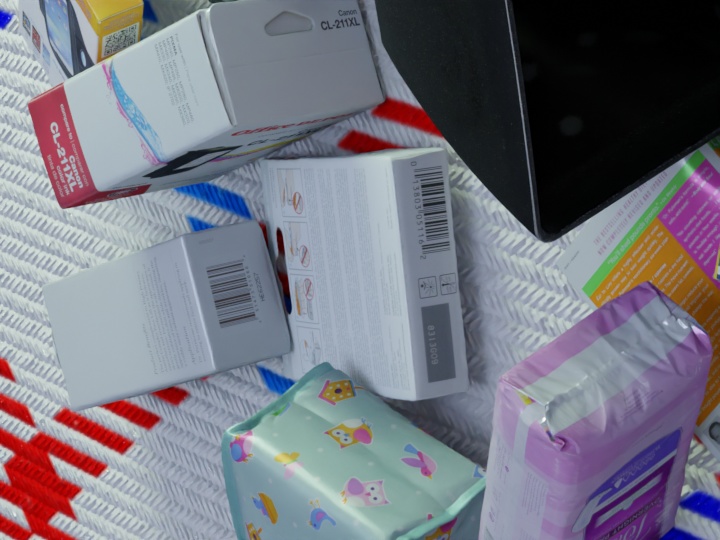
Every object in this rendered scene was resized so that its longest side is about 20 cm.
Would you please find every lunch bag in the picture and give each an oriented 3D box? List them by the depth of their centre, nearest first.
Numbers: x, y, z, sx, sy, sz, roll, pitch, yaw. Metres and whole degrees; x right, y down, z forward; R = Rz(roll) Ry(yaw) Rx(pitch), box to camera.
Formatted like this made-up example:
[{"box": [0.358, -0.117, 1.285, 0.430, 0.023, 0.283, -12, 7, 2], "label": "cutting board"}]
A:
[{"box": [0.001, 0.191, 1.707, 0.170, 0.122, 0.201, 34, 142, 33], "label": "lunch bag"}]

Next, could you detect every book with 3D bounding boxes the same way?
[{"box": [0.218, 0.023, 1.497, 0.200, 0.048, 0.134, 54, 129, 23], "label": "book"}]

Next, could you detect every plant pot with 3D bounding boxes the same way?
[{"box": [0.108, -0.173, 1.427, 0.177, 0.200, 0.200, 36, 148, 42], "label": "plant pot"}]

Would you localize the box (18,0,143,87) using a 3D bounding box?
[{"box": [-0.204, -0.176, 1.847, 0.119, 0.041, 0.200, 57, 158, 20], "label": "box"}]

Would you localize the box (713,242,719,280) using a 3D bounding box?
[{"box": [0.251, -0.086, 1.400, 0.070, 0.064, 0.201, 15, 101, 39], "label": "box"}]

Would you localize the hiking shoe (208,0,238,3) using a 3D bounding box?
[{"box": [-0.078, -0.276, 1.685, 0.086, 0.074, 0.201, -14, 88, 22], "label": "hiking shoe"}]

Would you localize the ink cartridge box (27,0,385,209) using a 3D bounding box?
[{"box": [-0.105, -0.115, 1.733, 0.200, 0.145, 0.083, -20, 85, 47], "label": "ink cartridge box"}]

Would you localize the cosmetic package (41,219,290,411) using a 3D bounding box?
[{"box": [-0.143, 0.034, 1.852, 0.200, 0.074, 0.102, -15, 88, 53], "label": "cosmetic package"}]

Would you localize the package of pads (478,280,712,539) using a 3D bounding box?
[{"box": [0.133, 0.107, 1.496, 0.076, 0.120, 0.200, 48, 155, 27], "label": "package of pads"}]

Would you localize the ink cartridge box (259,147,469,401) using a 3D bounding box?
[{"box": [0.000, 0.000, 1.736, 0.200, 0.047, 0.161, 5, 103, 63], "label": "ink cartridge box"}]
